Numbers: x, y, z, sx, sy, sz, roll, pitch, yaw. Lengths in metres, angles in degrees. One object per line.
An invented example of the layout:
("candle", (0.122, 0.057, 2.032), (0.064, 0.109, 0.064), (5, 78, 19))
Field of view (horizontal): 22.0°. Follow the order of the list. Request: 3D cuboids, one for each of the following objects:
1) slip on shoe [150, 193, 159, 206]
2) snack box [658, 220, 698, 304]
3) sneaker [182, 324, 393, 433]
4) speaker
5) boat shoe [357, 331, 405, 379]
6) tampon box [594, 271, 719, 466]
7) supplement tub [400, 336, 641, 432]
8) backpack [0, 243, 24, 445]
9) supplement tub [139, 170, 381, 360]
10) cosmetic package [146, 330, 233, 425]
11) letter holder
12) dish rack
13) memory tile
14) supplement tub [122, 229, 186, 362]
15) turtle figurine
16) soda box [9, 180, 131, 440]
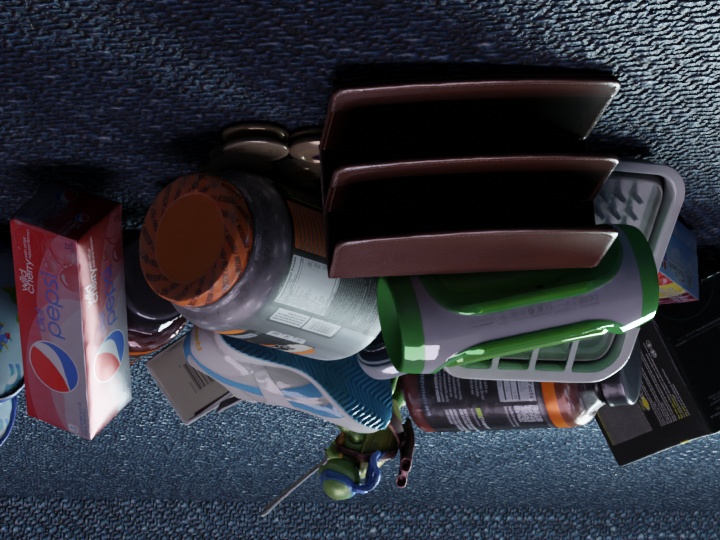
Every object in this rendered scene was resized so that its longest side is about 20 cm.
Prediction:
("slip on shoe", (-0.090, -0.021, 1.537), (0.060, 0.077, 0.199), (-6, 158, 35))
("snack box", (0.174, -0.009, 1.593), (0.198, 0.068, 0.168), (-5, 166, 25))
("sneaker", (-0.058, 0.084, 1.587), (0.199, 0.077, 0.081), (30, 144, -26))
("speaker", (0.116, 0.020, 1.369), (0.198, 0.089, 0.088), (-11, 168, -12))
("boat shoe", (0.061, 0.001, 1.491), (0.200, 0.071, 0.091), (-37, 127, 12))
("tampon box", (0.314, 0.087, 1.756), (0.149, 0.127, 0.200), (-25, 174, -20))
("supplement tub", (0.142, 0.086, 1.615), (0.198, 0.108, 0.107), (-4, 166, 23))
("backpack", (-0.372, 0.068, 1.596), (0.182, 0.202, 0.146), (13, 164, -37))
("supplement tub", (-0.070, -0.005, 1.421), (0.122, 0.124, 0.199), (-10, 163, 34))
("cosmetic package", (-0.142, 0.086, 1.783), (0.105, 0.071, 0.200), (-33, -178, -1))
("letter holder", (0.077, -0.066, 1.273), (0.198, 0.102, 0.142), (-3, 164, -7))
("dish rack", (0.150, -0.007, 1.443), (0.170, 0.044, 0.202), (3, 121, -20))
("memory tile", (-0.020, -0.077, 1.420), (0.198, 0.017, 0.153), (4, 165, -17))
("supplement tub", (-0.211, 0.027, 1.616), (0.106, 0.108, 0.200), (6, 165, -23))
("turtle figurine", (-0.020, 0.116, 1.713), (0.199, 0.194, 0.144), (-7, 127, 50))
("soda box", (-0.232, 0.034, 1.492), (0.069, 0.202, 0.063), (18, -142, 22))
